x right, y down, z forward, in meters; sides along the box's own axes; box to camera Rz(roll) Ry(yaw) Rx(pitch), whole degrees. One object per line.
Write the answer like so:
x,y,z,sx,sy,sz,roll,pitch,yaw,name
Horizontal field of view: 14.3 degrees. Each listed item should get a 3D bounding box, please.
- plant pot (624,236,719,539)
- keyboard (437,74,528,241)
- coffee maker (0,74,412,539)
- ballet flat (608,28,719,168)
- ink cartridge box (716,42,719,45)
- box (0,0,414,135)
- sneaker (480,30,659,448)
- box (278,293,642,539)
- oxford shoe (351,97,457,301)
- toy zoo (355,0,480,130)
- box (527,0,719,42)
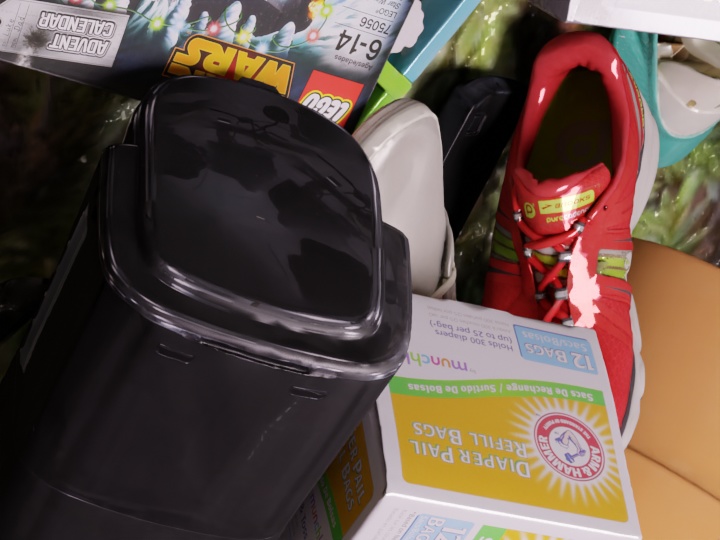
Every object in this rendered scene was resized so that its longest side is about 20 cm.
0.128,0.077,1.282,0.140,0.200,0.200,-61,142,-13,plant pot
0.000,0.000,1.224,0.200,0.040,0.104,-63,162,11,keyboard
-0.064,0.061,1.032,0.134,0.192,0.200,-3,141,-33,coffee maker
0.145,-0.111,1.233,0.067,0.070,0.200,-28,135,-25,ballet flat
0.165,-0.197,1.134,0.145,0.048,0.200,32,97,-25,ink cartridge box
-0.062,-0.129,1.030,0.200,0.040,0.137,14,109,-38,box
0.079,-0.008,1.185,0.085,0.077,0.201,64,29,-64,sneaker
0.010,0.111,1.117,0.112,0.102,0.200,11,136,-23,box
0.015,0.016,1.147,0.075,0.058,0.200,-31,143,-34,oxford shoe
0.018,-0.148,1.127,0.200,0.020,0.131,-51,140,0,toy zoo
0.174,-0.164,1.096,0.199,0.048,0.159,5,107,-20,box
